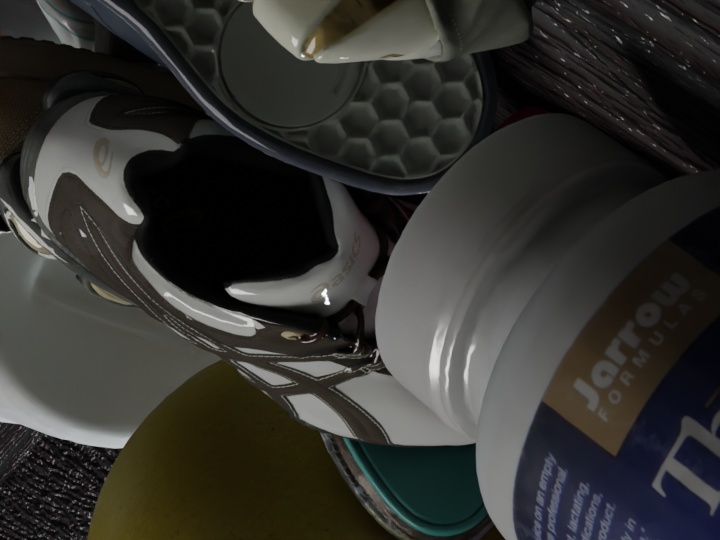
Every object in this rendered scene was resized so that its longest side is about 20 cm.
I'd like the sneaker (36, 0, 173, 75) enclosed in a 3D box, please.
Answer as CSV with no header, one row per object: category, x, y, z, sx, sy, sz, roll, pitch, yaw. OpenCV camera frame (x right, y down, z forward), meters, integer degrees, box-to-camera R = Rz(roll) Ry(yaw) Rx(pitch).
sneaker,-0.090,-0.118,1.052,0.080,0.070,0.200,57,177,28

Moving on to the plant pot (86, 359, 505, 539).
plant pot,-0.003,0.136,1.012,0.200,0.200,0.142,42,-166,-10

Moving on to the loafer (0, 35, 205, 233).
loafer,-0.058,-0.029,1.051,0.199,0.068,0.076,8,160,-20

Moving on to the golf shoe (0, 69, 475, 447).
golf shoe,-0.009,0.007,0.880,0.199,0.078,0.094,22,177,-26

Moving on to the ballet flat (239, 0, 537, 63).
ballet flat,-0.007,-0.082,0.681,0.067,0.064,0.200,40,175,19

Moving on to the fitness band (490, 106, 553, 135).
fitness band,0.093,0.016,0.926,0.144,0.037,0.200,41,174,14

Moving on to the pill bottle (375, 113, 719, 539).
pill bottle,0.098,0.046,0.703,0.200,0.111,0.111,38,174,34

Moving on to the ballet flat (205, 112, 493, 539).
ballet flat,0.000,0.000,0.988,0.072,0.072,0.201,65,-176,-78

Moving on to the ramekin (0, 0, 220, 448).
ramekin,-0.103,-0.026,1.188,0.200,0.201,0.098,44,166,-33

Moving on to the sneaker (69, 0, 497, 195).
sneaker,-0.049,-0.095,0.866,0.202,0.077,0.146,34,-176,-3
